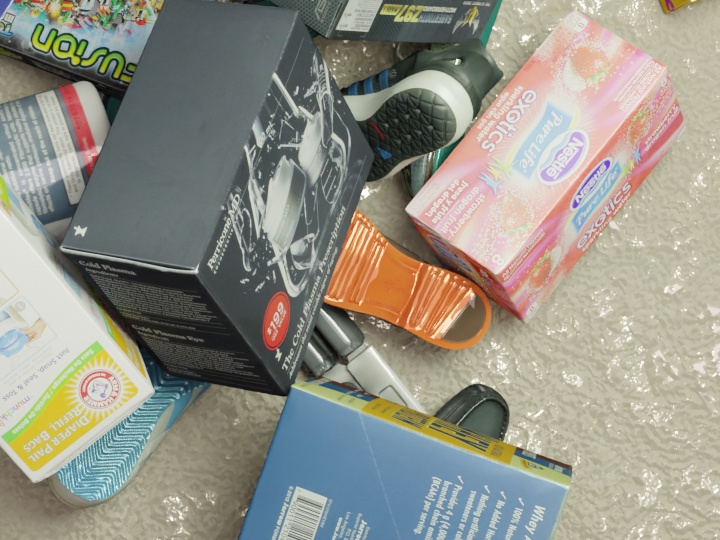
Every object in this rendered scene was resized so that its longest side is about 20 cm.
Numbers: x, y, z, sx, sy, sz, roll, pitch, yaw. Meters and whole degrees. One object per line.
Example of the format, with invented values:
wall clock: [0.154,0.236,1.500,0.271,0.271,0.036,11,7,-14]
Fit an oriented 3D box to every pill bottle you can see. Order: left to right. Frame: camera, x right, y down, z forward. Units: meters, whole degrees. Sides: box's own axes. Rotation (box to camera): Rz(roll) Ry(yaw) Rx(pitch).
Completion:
pill bottle: [-0.268,-0.051,1.349,0.199,0.120,0.120,-17,92,-11]

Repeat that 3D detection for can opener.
can opener: [-0.025,0.057,1.438,0.053,0.066,0.200,-37,90,19]

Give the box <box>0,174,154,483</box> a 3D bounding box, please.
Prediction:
box: [-0.238,0.021,1.255,0.101,0.113,0.200,-37,112,0]

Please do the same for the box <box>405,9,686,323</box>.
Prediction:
box: [0.140,-0.077,1.424,0.095,0.103,0.200,36,82,28]

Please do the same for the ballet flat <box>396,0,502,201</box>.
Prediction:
ballet flat: [0.055,-0.141,1.458,0.074,0.074,0.201,17,86,-7]

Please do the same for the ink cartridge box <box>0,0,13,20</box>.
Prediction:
ink cartridge box: [-0.326,-0.198,1.349,0.041,0.200,0.200,37,83,-48]

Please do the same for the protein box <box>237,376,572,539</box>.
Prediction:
protein box: [0.022,0.201,1.337,0.199,0.135,0.199,19,92,6]

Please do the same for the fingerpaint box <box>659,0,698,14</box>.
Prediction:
fingerpaint box: [0.298,-0.316,1.478,0.199,0.073,0.167,-24,92,-7]

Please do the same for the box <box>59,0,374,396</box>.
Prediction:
box: [-0.089,-0.047,1.290,0.104,0.182,0.201,8,65,24]

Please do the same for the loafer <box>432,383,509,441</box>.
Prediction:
loafer: [0.059,0.181,1.439,0.068,0.070,0.201,31,86,-28]

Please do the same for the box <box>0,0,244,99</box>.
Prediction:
box: [-0.192,-0.191,1.394,0.199,0.035,0.110,21,83,17]

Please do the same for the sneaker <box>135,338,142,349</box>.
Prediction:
sneaker: [-0.222,0.051,1.379,0.200,0.086,0.078,-32,119,-3]

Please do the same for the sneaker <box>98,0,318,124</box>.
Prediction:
sneaker: [-0.099,-0.145,1.417,0.199,0.078,0.080,-31,62,2]

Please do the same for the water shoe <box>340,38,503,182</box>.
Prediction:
water shoe: [0.032,-0.116,1.396,0.079,0.200,0.072,-44,109,-27]

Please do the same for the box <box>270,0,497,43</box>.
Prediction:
box: [-0.015,-0.217,1.352,0.158,0.200,0.051,37,113,25]

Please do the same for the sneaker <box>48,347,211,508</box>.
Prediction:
sneaker: [-0.162,0.089,1.419,0.076,0.081,0.200,42,65,-3]

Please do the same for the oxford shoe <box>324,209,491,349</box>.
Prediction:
oxford shoe: [0.000,0.000,1.436,0.200,0.073,0.071,32,87,-10]
